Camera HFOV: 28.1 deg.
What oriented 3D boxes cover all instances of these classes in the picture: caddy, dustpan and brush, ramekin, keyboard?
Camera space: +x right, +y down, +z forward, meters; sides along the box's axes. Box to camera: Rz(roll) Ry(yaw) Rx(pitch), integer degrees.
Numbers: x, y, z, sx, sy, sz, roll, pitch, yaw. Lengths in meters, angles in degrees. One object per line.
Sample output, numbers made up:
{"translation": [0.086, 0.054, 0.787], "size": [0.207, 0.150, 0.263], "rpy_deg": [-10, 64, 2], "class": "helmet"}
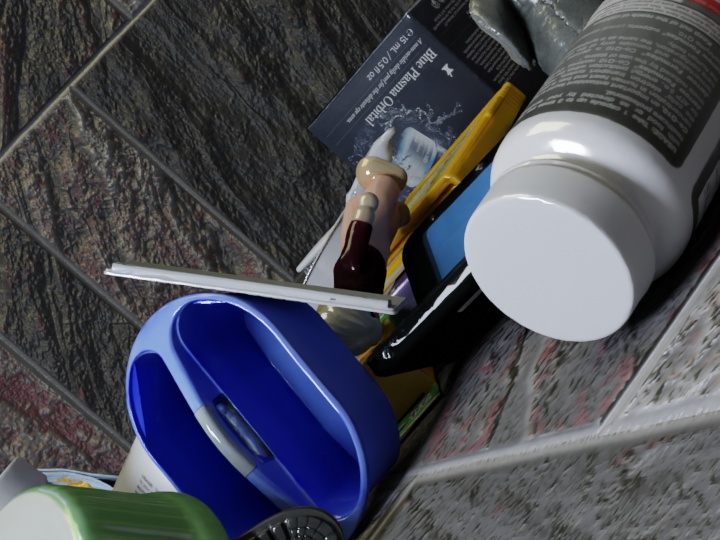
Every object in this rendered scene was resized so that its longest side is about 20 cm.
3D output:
{"translation": [-0.070, 0.104, 0.972], "size": [0.141, 0.200, 0.105], "rpy_deg": [-45, -11, 23], "class": "caddy"}
{"translation": [-0.010, -0.042, 1.291], "size": [0.200, 0.057, 0.140], "rpy_deg": [-50, 3, 29], "class": "dustpan and brush"}
{"translation": [-0.164, 0.221, 0.843], "size": [0.200, 0.097, 0.201], "rpy_deg": [-26, 55, 44], "class": "ramekin"}
{"translation": [-0.070, 0.011, 0.970], "size": [0.056, 0.199, 0.011], "rpy_deg": [-6, -76, -80], "class": "keyboard"}

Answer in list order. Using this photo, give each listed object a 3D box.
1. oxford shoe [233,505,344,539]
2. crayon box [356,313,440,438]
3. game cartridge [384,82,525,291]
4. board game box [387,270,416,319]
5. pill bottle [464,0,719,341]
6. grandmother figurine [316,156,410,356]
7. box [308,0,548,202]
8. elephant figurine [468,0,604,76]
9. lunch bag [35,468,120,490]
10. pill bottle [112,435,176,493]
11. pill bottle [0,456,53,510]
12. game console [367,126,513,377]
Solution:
{"translation": [-0.079, 0.210, 0.903], "size": [0.200, 0.073, 0.084], "rpy_deg": [-47, 4, 21], "class": "oxford shoe"}
{"translation": [-0.001, 0.104, 1.124], "size": [0.126, 0.052, 0.200], "rpy_deg": [-49, 6, 5], "class": "crayon box"}
{"translation": [0.068, -0.070, 1.300], "size": [0.176, 0.032, 0.200], "rpy_deg": [-49, 6, 37], "class": "game cartridge"}
{"translation": [0.116, -0.051, 1.251], "size": [0.200, 0.057, 0.165], "rpy_deg": [-47, 4, 25], "class": "board game box"}
{"translation": [0.141, -0.063, 0.790], "size": [0.200, 0.114, 0.114], "rpy_deg": [-52, 6, -37], "class": "pill bottle"}
{"translation": [0.000, 0.000, 1.117], "size": [0.060, 0.122, 0.200], "rpy_deg": [-5, 33, 16], "class": "grandmother figurine"}
{"translation": [0.088, -0.161, 1.474], "size": [0.197, 0.200, 0.118], "rpy_deg": [-45, 6, 44], "class": "box"}
{"translation": [0.148, -0.214, 1.155], "size": [0.142, 0.200, 0.155], "rpy_deg": [-48, 7, -28], "class": "elephant figurine"}
{"translation": [-0.253, 0.257, 1.313], "size": [0.127, 0.200, 0.170], "rpy_deg": [-52, 5, -29], "class": "lunch bag"}
{"translation": [-0.136, 0.179, 1.132], "size": [0.201, 0.113, 0.113], "rpy_deg": [-63, -1, 23], "class": "pill bottle"}
{"translation": [-0.201, 0.233, 1.035], "size": [0.114, 0.200, 0.114], "rpy_deg": [-48, 5, 6], "class": "pill bottle"}
{"translation": [0.081, -0.035, 1.022], "size": [0.200, 0.117, 0.176], "rpy_deg": [-47, -20, 25], "class": "game console"}
